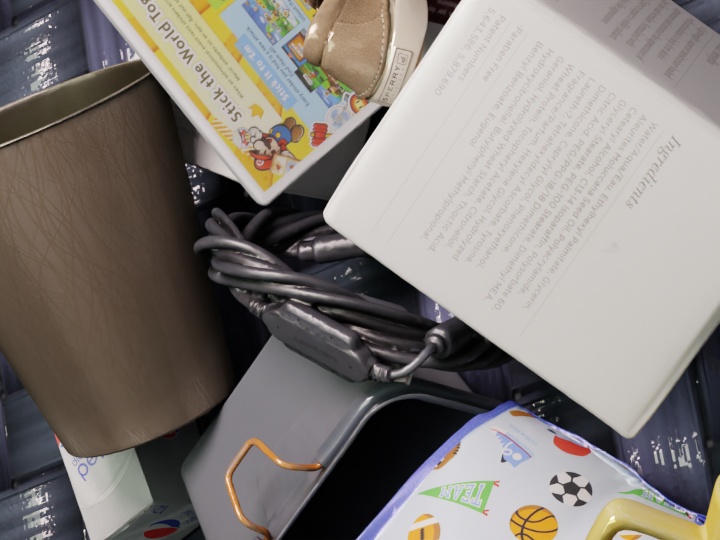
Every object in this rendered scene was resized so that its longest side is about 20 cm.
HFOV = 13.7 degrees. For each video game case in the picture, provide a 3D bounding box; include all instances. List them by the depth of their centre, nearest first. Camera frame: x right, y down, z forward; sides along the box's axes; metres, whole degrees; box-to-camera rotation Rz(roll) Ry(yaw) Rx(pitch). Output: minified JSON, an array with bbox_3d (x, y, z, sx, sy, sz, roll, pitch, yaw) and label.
[{"bbox_3d":[-0.050,-0.171,1.731,0.182,0.200,0.023,-41,16,-7],"label":"video game case"}]

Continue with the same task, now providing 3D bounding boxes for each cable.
[{"bbox_3d":[0.000,0.000,1.707,0.200,0.163,0.051,26,122,31],"label":"cable"}]

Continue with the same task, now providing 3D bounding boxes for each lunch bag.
[{"bbox_3d":[0.087,0.186,1.620,0.170,0.124,0.200,31,75,31],"label":"lunch bag"}]

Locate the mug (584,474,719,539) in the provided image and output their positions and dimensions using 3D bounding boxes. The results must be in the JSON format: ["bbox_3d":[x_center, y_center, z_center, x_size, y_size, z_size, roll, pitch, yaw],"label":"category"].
[{"bbox_3d":[0.210,0.189,1.513,0.186,0.149,0.154,31,114,27],"label":"mug"}]

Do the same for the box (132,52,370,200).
[{"bbox_3d":[-0.054,-0.157,1.827,0.124,0.097,0.201,21,98,42],"label":"box"}]

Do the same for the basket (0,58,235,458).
[{"bbox_3d":[-0.161,-0.002,1.784,0.180,0.136,0.201,-21,104,7],"label":"basket"}]

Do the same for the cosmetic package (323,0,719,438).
[{"bbox_3d":[0.120,-0.052,1.556,0.200,0.165,0.165,36,112,4],"label":"cosmetic package"}]

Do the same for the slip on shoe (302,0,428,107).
[{"bbox_3d":[0.002,-0.157,1.632,0.200,0.060,0.076,-85,13,-55],"label":"slip on shoe"}]

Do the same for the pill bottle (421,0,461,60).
[{"bbox_3d":[0.086,-0.168,1.690,0.113,0.113,0.201,19,96,42],"label":"pill bottle"}]

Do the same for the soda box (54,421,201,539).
[{"bbox_3d":[-0.159,0.078,1.910,0.063,0.068,0.201,-38,61,32],"label":"soda box"}]

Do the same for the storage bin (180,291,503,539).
[{"bbox_3d":[-0.024,0.110,1.746,0.200,0.145,0.134,-56,42,22],"label":"storage bin"}]
